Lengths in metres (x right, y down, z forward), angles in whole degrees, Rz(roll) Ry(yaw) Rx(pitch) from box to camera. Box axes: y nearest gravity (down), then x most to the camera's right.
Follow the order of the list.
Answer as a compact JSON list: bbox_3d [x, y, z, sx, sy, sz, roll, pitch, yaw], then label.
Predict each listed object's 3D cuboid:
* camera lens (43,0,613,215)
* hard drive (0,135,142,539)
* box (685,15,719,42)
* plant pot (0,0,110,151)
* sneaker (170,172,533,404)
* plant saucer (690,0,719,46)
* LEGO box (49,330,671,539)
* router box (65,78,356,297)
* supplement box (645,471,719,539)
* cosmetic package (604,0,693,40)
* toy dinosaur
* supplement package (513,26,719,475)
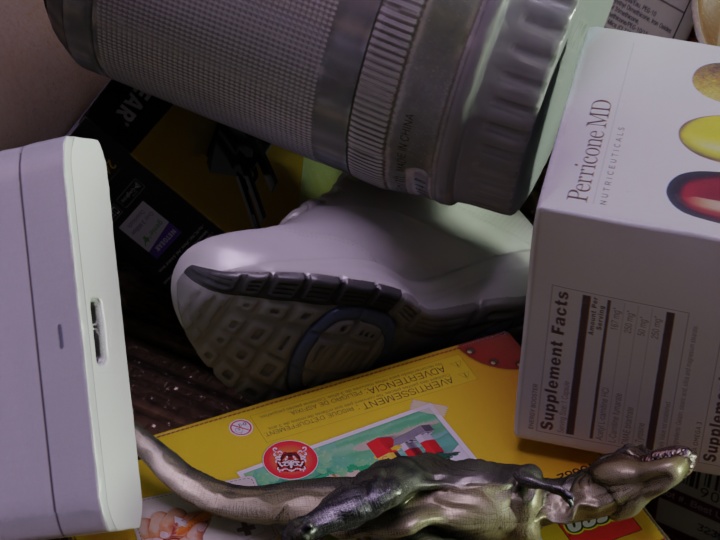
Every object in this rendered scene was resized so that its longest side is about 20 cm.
[{"bbox_3d":[-0.008,-0.123,0.818,0.199,0.160,0.160,23,43,8],"label":"camera lens"},{"bbox_3d":[-0.171,0.035,0.768,0.199,0.132,0.027,-10,-6,29],"label":"hard drive"},{"bbox_3d":[0.228,-0.093,1.013,0.199,0.095,0.103,1,38,-14],"label":"box"},{"bbox_3d":[-0.195,-0.059,0.915,0.187,0.188,0.200,28,29,26],"label":"plant pot"},{"bbox_3d":[0.000,0.000,0.843,0.200,0.075,0.087,1,52,-48],"label":"sneaker"},{"bbox_3d":[0.230,-0.081,0.904,0.199,0.035,0.201,7,49,-8],"label":"plant saucer"},{"bbox_3d":[0.000,0.118,0.772,0.199,0.077,0.149,-15,43,-21],"label":"LEGO box"},{"bbox_3d":[-0.029,-0.057,0.942,0.157,0.052,0.200,39,42,-9],"label":"router box"},{"bbox_3d":[0.200,0.032,0.882,0.110,0.086,0.200,23,44,21],"label":"supplement box"},{"bbox_3d":[0.104,-0.167,0.946,0.103,0.201,0.087,25,2,-30],"label":"cosmetic package"},{"bbox_3d":[0.012,0.084,0.719,0.199,0.048,0.088,4,25,1],"label":"toy dinosaur"},{"bbox_3d":[0.163,0.003,0.763,0.199,0.110,0.114,10,42,9],"label":"supplement package"}]
